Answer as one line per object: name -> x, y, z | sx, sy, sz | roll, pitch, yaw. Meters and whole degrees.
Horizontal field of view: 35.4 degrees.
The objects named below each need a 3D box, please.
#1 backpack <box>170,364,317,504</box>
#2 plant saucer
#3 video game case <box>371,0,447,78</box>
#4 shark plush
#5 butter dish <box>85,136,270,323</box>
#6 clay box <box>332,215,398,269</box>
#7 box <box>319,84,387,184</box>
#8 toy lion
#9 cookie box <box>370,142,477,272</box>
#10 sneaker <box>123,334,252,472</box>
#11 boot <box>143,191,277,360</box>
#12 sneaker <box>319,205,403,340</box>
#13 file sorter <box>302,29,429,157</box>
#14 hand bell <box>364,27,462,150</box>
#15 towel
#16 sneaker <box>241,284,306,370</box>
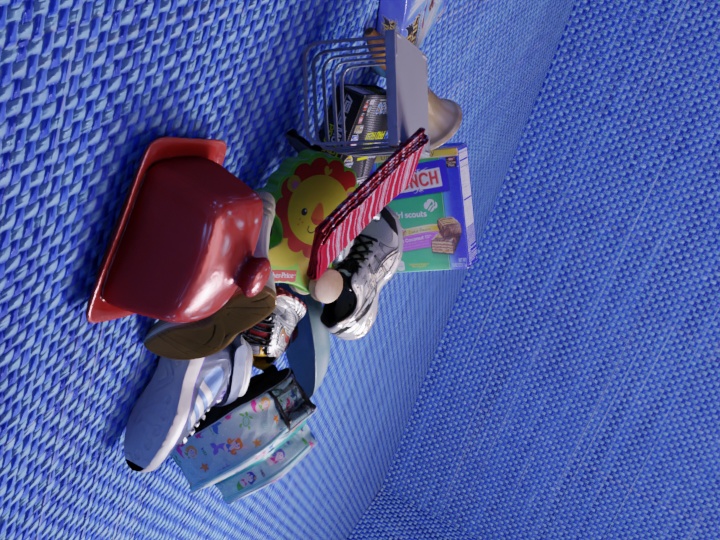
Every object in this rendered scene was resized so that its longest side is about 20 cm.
backpack -> -0.170, 0.239, 1.597 | 0.177, 0.151, 0.200 | -29, 177, 27
plant saucer -> -0.079, 0.089, 1.676 | 0.201, 0.039, 0.202 | 171, -90, -72
video game case -> 0.084, -0.407, 1.650 | 0.182, 0.045, 0.200 | -56, 166, -32
shark plush -> -0.043, -0.103, 1.502 | 0.083, 0.091, 0.200 | -47, 143, -23
butter dish -> -0.160, -0.021, 1.149 | 0.201, 0.147, 0.199 | -66, 167, 11
clay box -> -0.035, -0.046, 1.715 | 0.200, 0.115, 0.048 | -50, 165, -47
box -> -0.012, -0.194, 1.677 | 0.161, 0.044, 0.200 | -69, 168, 14
toy lion -> -0.086, -0.058, 1.435 | 0.199, 0.069, 0.193 | 1, 102, -39
cookie box -> 0.096, -0.103, 1.861 | 0.075, 0.170, 0.201 | -36, 121, -69
sneaker -> -0.201, 0.168, 1.421 | 0.146, 0.080, 0.201 | 27, 83, -52
boot -> -0.171, 0.007, 1.306 | 0.200, 0.072, 0.155 | -30, -133, 34
sneaker -> 0.000, 0.000, 1.580 | 0.088, 0.075, 0.201 | 17, 87, -61
file sorter -> 0.010, -0.219, 1.457 | 0.200, 0.124, 0.139 | -6, 94, -76
hand bell -> 0.061, -0.276, 1.634 | 0.104, 0.104, 0.200 | -59, 135, -22
towel -> 0.008, -0.078, 1.393 | 0.200, 0.022, 0.145 | -45, 170, -20
sneaker -> -0.126, 0.080, 1.575 | 0.082, 0.078, 0.200 | -57, 167, -26
